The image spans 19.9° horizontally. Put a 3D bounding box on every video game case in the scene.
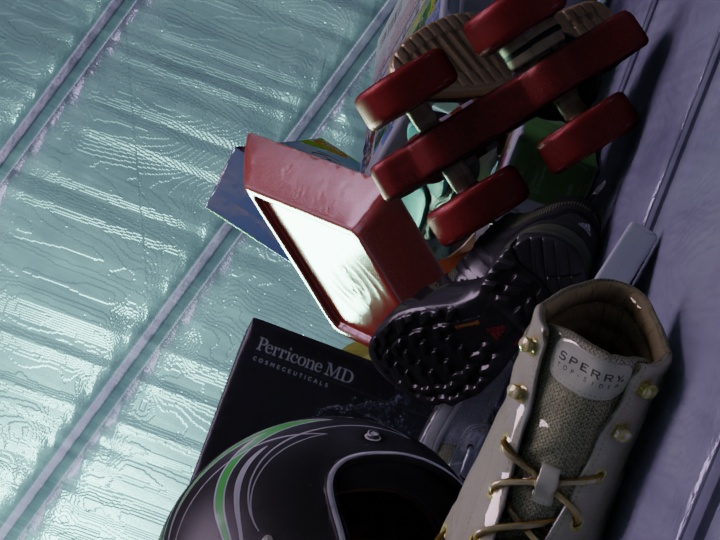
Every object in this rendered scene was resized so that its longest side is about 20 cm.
[{"bbox_3d":[0.087,0.080,1.058,0.143,0.017,0.200,-53,-10,-36],"label":"video game case"},{"bbox_3d":[0.046,-0.184,1.714,0.200,0.022,0.183,122,161,-52],"label":"video game case"}]

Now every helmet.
[{"bbox_3d":[-0.028,0.184,1.239,0.201,0.199,0.191,110,177,-45],"label":"helmet"}]

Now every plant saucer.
[{"bbox_3d":[0.000,0.000,1.530,0.037,0.200,0.200,-43,34,-18],"label":"plant saucer"}]

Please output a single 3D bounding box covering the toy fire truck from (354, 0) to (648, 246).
[{"bbox_3d":[0.094,-0.106,1.325,0.199,0.112,0.168,-33,1,11],"label":"toy fire truck"}]

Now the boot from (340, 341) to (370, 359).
[{"bbox_3d":[0.020,0.128,1.807,0.201,0.071,0.144,-10,-44,-50],"label":"boot"}]

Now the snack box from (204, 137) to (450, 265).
[{"bbox_3d":[-0.018,-0.046,1.786,0.068,0.168,0.200,-61,-14,14],"label":"snack box"}]

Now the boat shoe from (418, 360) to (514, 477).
[{"bbox_3d":[0.059,0.145,1.356,0.074,0.064,0.203,98,-164,-84],"label":"boat shoe"}]

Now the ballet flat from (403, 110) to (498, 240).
[{"bbox_3d":[0.067,-0.081,1.560,0.200,0.073,0.073,107,-178,-70],"label":"ballet flat"}]

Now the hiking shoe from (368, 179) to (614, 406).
[{"bbox_3d":[0.087,0.016,1.295,0.200,0.076,0.101,-33,10,44],"label":"hiking shoe"}]

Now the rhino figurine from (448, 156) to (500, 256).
[{"bbox_3d":[0.118,-0.043,1.763,0.088,0.060,0.201,-63,-5,-63],"label":"rhino figurine"}]

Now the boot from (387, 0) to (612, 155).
[{"bbox_3d":[0.097,-0.130,1.587,0.073,0.199,0.167,63,154,24],"label":"boot"}]

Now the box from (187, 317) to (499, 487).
[{"bbox_3d":[-0.025,0.164,1.489,0.117,0.196,0.201,119,171,-81],"label":"box"}]

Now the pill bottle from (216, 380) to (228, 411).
[{"bbox_3d":[-0.026,0.156,1.685,0.116,0.199,0.116,-160,90,-89],"label":"pill bottle"}]

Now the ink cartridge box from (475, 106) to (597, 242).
[{"bbox_3d":[0.128,-0.063,1.501,0.200,0.059,0.104,-73,2,-72],"label":"ink cartridge box"}]

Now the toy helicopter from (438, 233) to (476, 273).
[{"bbox_3d":[0.086,-0.011,1.665,0.200,0.079,0.132,-51,-23,26],"label":"toy helicopter"}]

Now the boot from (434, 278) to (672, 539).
[{"bbox_3d":[0.070,0.099,0.842,0.200,0.072,0.155,-56,-13,-63],"label":"boot"}]

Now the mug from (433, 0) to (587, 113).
[{"bbox_3d":[0.145,-0.212,1.839,0.200,0.147,0.176,23,-89,-60],"label":"mug"}]
